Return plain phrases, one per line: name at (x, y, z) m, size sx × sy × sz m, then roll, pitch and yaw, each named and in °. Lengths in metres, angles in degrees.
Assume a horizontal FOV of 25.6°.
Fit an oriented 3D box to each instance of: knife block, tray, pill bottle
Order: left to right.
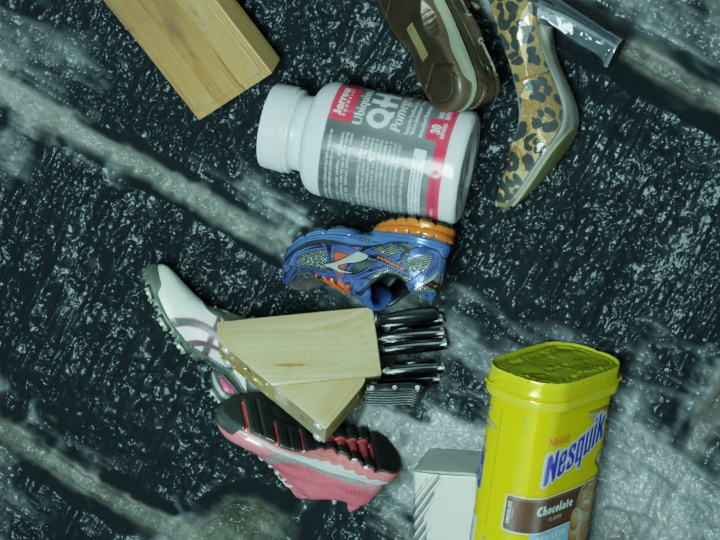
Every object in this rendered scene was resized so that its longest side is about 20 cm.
tray at (-0.177, -0.250, 1.517) m, size 0.098 × 0.037 × 0.200 m, roll -28°, pitch 110°, yaw 28°
knife block at (-0.017, 0.067, 1.540) m, size 0.199 × 0.064 × 0.176 m, roll 38°, pitch 73°, yaw 9°
pill bottle at (0.007, -0.117, 1.501) m, size 0.198 × 0.111 × 0.112 m, roll 13°, pitch 103°, yaw 10°

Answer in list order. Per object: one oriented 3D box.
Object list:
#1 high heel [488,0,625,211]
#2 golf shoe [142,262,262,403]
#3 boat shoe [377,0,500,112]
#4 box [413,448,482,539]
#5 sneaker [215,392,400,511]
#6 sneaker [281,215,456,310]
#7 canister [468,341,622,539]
high heel at (0.142, -0.170, 1.490) m, size 0.142 × 0.071 × 0.201 m, roll 34°, pitch 108°, yaw 15°
golf shoe at (-0.142, 0.064, 1.600) m, size 0.088 × 0.077 × 0.201 m, roll -37°, pitch 97°, yaw 2°
boat shoe at (0.073, -0.239, 1.484) m, size 0.075 × 0.074 × 0.204 m, roll -37°, pitch 68°, yaw 51°
box at (0.091, 0.285, 1.575) m, size 0.068 × 0.082 × 0.202 m, roll 2°, pitch 100°, yaw 14°
sneaker at (-0.061, 0.191, 1.570) m, size 0.199 × 0.074 × 0.087 m, roll 22°, pitch 120°, yaw -20°
sneaker at (0.000, 0.000, 1.512) m, size 0.199 × 0.075 × 0.079 m, roll -10°, pitch 69°, yaw 41°
canister at (0.172, 0.182, 1.503) m, size 0.086 × 0.148 × 0.202 m, roll 18°, pitch 108°, yaw 35°
